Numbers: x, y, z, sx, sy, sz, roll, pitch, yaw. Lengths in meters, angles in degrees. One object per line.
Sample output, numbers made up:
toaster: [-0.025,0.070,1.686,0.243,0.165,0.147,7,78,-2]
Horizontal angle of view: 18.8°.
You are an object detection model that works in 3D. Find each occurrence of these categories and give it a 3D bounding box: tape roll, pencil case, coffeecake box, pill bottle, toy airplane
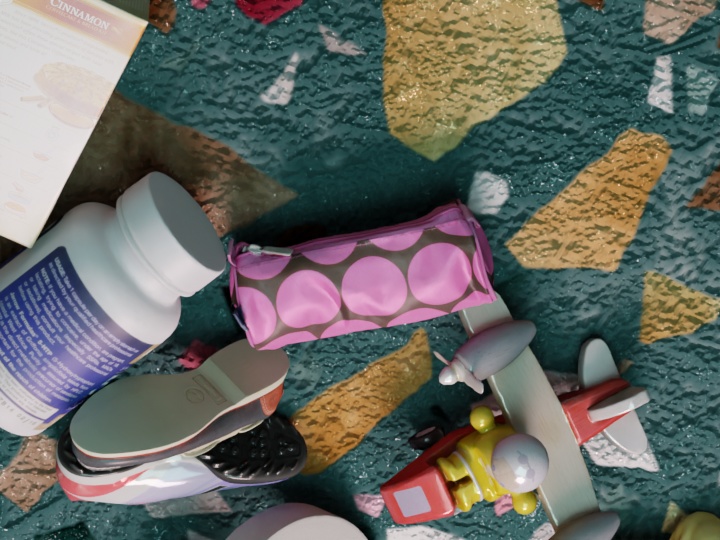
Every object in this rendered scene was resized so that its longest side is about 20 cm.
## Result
tape roll: [-0.063,0.288,1.750,0.202,0.037,0.205,-19,117,-43]
pencil case: [0.000,0.000,1.633,0.198,0.091,0.094,-13,121,1]
coffeecake box: [-0.258,-0.139,1.540,0.153,0.073,0.201,24,116,-16]
pill bottle: [-0.202,0.021,1.610,0.199,0.120,0.120,-36,116,16]
toy airplane: [0.134,0.136,1.686,0.198,0.141,0.201,22,97,-1]

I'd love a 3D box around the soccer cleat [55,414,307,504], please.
soccer cleat: [-0.142,0.151,1.731,0.198,0.069,0.073,-2,148,-10]

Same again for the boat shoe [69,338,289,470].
boat shoe: [-0.138,0.111,1.652,0.199,0.071,0.063,-23,150,-39]

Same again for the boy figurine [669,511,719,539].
boy figurine: [0.227,0.270,1.816,0.200,0.065,0.124,-41,114,17]
